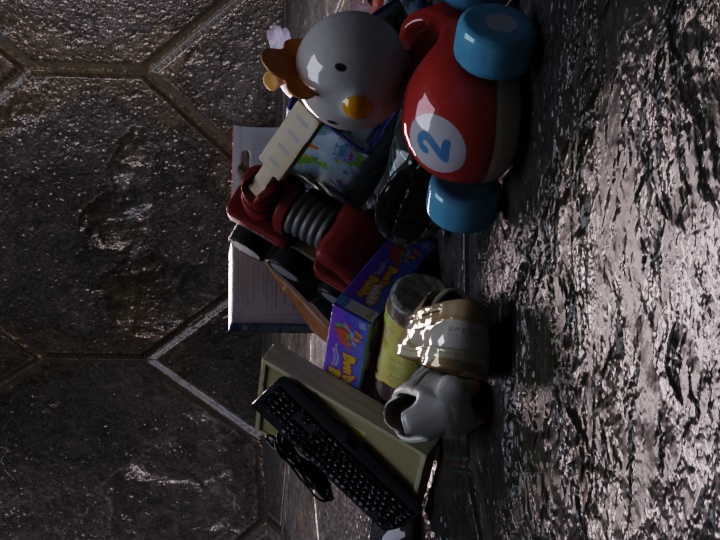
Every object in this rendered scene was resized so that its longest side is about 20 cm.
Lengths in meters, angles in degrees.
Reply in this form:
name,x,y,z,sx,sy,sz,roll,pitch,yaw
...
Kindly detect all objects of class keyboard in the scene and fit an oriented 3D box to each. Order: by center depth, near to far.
name,x,y,z,sx,sy,sz,roll,pitch,yaw
keyboard,-0.035,0.202,1.426,0.040,0.200,0.104,-47,1,-39

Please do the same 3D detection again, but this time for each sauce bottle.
name,x,y,z,sx,sy,sz,roll,pitch,yaw
sauce bottle,0.046,0.092,1.380,0.065,0.064,0.201,-97,12,-45

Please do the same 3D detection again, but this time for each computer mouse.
name,x,y,z,sx,sy,sz,roll,pitch,yaw
computer mouse,0.029,0.342,1.541,0.200,0.046,0.142,107,163,-64

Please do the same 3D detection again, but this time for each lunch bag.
name,x,y,z,sx,sy,sz,roll,pitch,yaw
lunch bag,0.008,-0.185,1.505,0.201,0.127,0.170,-61,-4,-23

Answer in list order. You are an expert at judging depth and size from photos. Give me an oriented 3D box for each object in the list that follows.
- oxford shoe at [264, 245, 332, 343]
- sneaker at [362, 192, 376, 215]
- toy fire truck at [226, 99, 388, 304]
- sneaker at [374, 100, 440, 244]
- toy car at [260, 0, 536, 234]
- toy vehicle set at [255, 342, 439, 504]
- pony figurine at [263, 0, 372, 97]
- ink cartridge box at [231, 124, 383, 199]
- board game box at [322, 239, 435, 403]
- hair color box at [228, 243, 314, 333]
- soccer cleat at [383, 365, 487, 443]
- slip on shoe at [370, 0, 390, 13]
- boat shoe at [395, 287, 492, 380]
name,x,y,z,sx,sy,sz,roll,pitch,yaw
oxford shoe,-0.061,0.021,1.560,0.200,0.071,0.072,53,151,33
sneaker,-0.002,0.000,1.585,0.104,0.060,0.201,19,106,34
toy fire truck,-0.047,-0.068,1.420,0.129,0.175,0.200,-58,-11,-12
sneaker,0.064,-0.114,1.314,0.080,0.075,0.201,-81,6,-52
toy car,0.020,-0.147,1.106,0.178,0.198,0.185,-97,11,-47
toy vehicle set,-0.018,0.169,1.433,0.027,0.199,0.125,-48,-20,-38
pony figurine,-0.051,-0.234,1.785,0.200,0.165,0.195,-33,-70,-63
ink cartridge box,-0.055,-0.123,1.650,0.050,0.198,0.110,-113,26,-71
board game box,0.014,0.070,1.444,0.135,0.045,0.201,-49,-21,-38
hair color box,-0.055,0.022,1.636,0.061,0.198,0.101,122,149,-74
soccer cleat,0.054,0.120,1.238,0.200,0.077,0.070,150,108,-80
slip on shoe,0.016,-0.391,1.682,0.074,0.061,0.202,-169,78,-80
boat shoe,0.077,0.050,1.176,0.200,0.073,0.070,-174,97,-81
